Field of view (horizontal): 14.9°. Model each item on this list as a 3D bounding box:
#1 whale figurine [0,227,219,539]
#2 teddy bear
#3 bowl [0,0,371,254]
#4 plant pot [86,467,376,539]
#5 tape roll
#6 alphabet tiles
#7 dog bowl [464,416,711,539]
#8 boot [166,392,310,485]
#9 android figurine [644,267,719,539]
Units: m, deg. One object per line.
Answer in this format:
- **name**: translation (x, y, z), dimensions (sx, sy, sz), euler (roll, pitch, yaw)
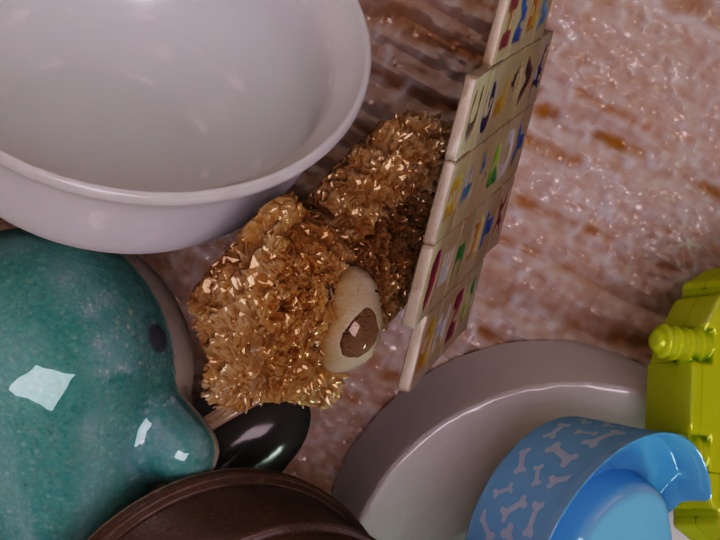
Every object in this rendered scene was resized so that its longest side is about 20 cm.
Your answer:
- **whale figurine**: translation (-0.136, 0.082, 1.134), dimensions (0.159, 0.104, 0.201), euler (-5, 88, 27)
- **teddy bear**: translation (0.000, 0.000, 1.128), dimensions (0.067, 0.200, 0.145), euler (42, 97, 8)
- **bowl**: translation (-0.102, -0.074, 1.116), dimensions (0.200, 0.202, 0.091), euler (9, 136, -10)
- **plant pot**: translation (-0.006, 0.200, 1.058), dimensions (0.200, 0.198, 0.201), euler (-12, 110, -35)
- **tape roll**: translation (0.082, 0.136, 1.237), dimensions (0.202, 0.071, 0.203), euler (-2, 105, -8)
- **alphabet tiles**: translation (0.050, -0.042, 1.124), dimensions (0.006, 0.200, 0.167), euler (17, 103, 9)
- **dog bowl**: translation (0.096, 0.144, 1.141), dimensions (0.111, 0.050, 0.200), euler (-37, 134, -30)
- **boot**: translation (-0.064, 0.154, 1.184), dimensions (0.200, 0.138, 0.077), euler (-50, 149, 16)
- **android figurine**: translation (0.200, 0.064, 1.202), dimensions (0.200, 0.041, 0.183), euler (11, 79, -35)
